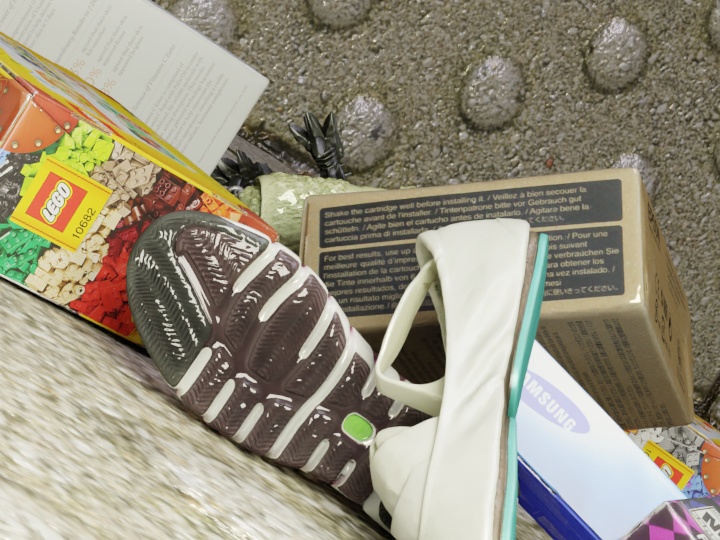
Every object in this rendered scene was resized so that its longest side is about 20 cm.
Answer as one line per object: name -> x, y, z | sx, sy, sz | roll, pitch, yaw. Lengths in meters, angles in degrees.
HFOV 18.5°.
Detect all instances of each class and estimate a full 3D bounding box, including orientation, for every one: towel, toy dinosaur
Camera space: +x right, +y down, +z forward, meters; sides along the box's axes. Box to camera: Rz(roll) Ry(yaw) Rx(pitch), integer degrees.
towel -> 0.000, 0.000, 1.192 | 0.147, 0.037, 0.200 | 5, -20, -6
toy dinosaur -> -0.048, -0.024, 1.559 | 0.200, 0.102, 0.136 | 71, 5, -66

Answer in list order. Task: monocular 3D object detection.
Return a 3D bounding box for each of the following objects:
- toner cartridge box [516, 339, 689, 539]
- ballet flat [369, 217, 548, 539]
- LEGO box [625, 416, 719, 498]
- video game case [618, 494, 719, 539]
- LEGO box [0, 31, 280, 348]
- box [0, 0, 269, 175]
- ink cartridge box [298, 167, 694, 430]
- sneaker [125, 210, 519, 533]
toner cartridge box -> 0.118, 0.115, 0.969 | 0.200, 0.043, 0.095 | 46, -11, 4
ballet flat -> 0.035, 0.060, 0.873 | 0.069, 0.069, 0.201 | 31, 45, -23
LEGO box -> 0.192, 0.125, 1.514 | 0.149, 0.077, 0.200 | 36, 4, 18
video game case -> 0.199, 0.170, 0.848 | 0.200, 0.036, 0.181 | 53, 21, 22
LEGO box -> -0.151, -0.050, 1.030 | 0.149, 0.077, 0.200 | 30, 5, -37
box -> -0.185, -0.139, 1.541 | 0.200, 0.125, 0.097 | 32, 3, -19
ink cartridge box -> 0.073, 0.023, 1.091 | 0.164, 0.076, 0.200 | -4, -20, 13
sneaker -> -0.027, 0.048, 0.956 | 0.200, 0.076, 0.115 | 43, -4, -13
